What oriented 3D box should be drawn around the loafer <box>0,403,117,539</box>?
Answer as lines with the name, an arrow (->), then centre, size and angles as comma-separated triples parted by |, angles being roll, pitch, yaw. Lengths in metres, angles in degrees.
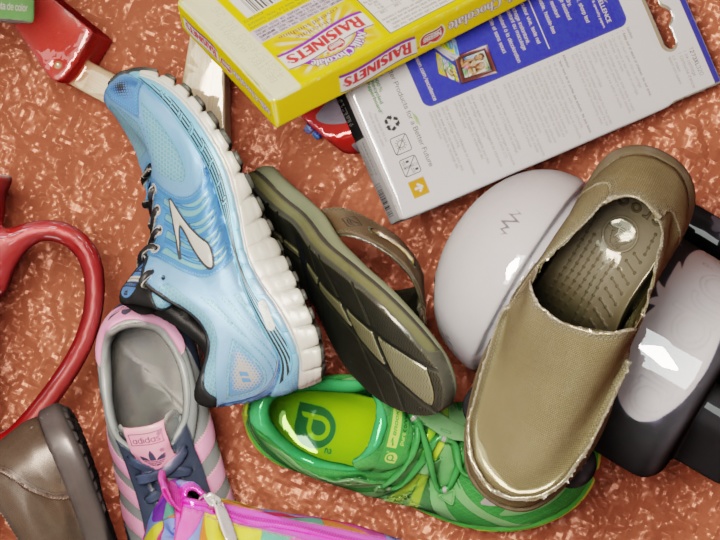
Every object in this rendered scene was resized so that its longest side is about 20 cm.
loafer -> -0.161, 0.171, 1.559 | 0.071, 0.073, 0.200 | -17, 104, -3

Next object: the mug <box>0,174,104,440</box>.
mug -> -0.244, 0.046, 1.568 | 0.177, 0.133, 0.200 | 2, 91, 30

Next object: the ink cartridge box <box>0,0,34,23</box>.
ink cartridge box -> -0.252, -0.237, 1.541 | 0.145, 0.084, 0.200 | 4, 93, 30

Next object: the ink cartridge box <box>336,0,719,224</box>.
ink cartridge box -> 0.089, -0.106, 1.555 | 0.200, 0.037, 0.095 | -23, 90, -11

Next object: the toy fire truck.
toy fire truck -> -0.078, -0.119, 1.597 | 0.200, 0.049, 0.141 | 42, 94, 8

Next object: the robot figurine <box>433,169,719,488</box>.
robot figurine -> 0.134, 0.032, 1.518 | 0.200, 0.150, 0.125 | 32, 116, 9

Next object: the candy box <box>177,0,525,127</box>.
candy box -> 0.012, -0.154, 1.536 | 0.200, 0.026, 0.102 | -28, 51, -18

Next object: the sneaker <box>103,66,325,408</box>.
sneaker -> -0.095, -0.017, 1.526 | 0.090, 0.078, 0.200 | -25, 78, -6

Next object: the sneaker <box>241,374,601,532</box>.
sneaker -> 0.030, 0.099, 1.549 | 0.200, 0.084, 0.074 | 8, 88, 9

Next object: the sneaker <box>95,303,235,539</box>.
sneaker -> -0.109, 0.113, 1.571 | 0.070, 0.082, 0.200 | -17, 84, 7

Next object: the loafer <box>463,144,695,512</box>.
loafer -> 0.102, 0.030, 1.425 | 0.076, 0.067, 0.200 | 23, 101, 11

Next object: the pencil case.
pencil case -> -0.025, 0.171, 1.523 | 0.200, 0.088, 0.088 | 16, 89, -13

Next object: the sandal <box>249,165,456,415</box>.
sandal -> 0.000, -0.001, 1.531 | 0.057, 0.080, 0.201 | -23, 45, -16
